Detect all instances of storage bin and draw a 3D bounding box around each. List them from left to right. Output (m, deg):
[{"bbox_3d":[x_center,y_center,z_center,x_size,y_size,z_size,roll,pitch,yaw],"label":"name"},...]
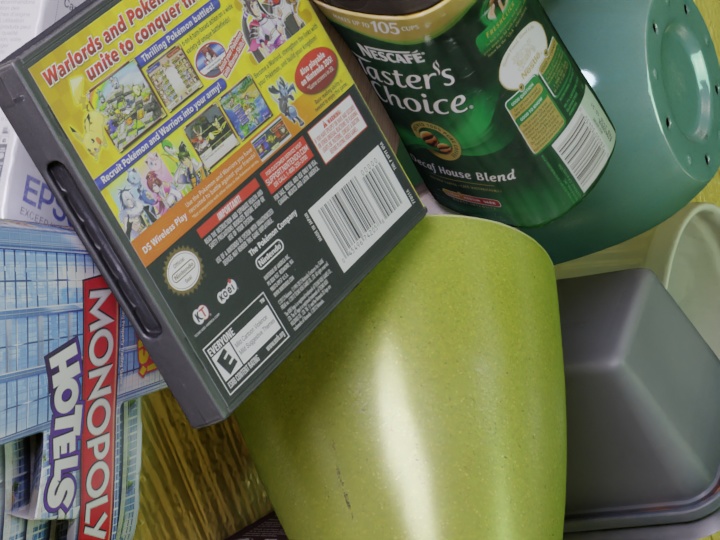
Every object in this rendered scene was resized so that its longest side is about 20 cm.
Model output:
[{"bbox_3d":[0.130,0.071,1.515,0.135,0.199,0.146,56,42,-34],"label":"storage bin"}]

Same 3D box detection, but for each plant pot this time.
[{"bbox_3d":[0.029,0.106,1.274,0.187,0.186,0.201,43,30,-54],"label":"plant pot"},{"bbox_3d":[0.132,-0.102,1.556,0.200,0.160,0.202,25,60,-55],"label":"plant pot"}]

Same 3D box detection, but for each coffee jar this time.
[{"bbox_3d":[0.046,-0.115,1.247,0.085,0.104,0.200,-53,133,-21],"label":"coffee jar"}]

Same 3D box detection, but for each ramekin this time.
[{"bbox_3d":[0.201,0.053,1.777,0.200,0.105,0.202,2,87,-62],"label":"ramekin"}]

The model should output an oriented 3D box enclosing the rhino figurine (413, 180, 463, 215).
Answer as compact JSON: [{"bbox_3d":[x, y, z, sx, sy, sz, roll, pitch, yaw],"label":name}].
[{"bbox_3d":[0.000,0.000,1.352,0.088,0.199,0.060,85,-19,-50],"label":"rhino figurine"}]

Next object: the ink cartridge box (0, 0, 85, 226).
[{"bbox_3d":[-0.118,-0.086,1.234,0.199,0.040,0.201,33,61,-58],"label":"ink cartridge box"}]

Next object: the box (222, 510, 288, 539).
[{"bbox_3d":[-0.003,0.177,1.420,0.200,0.075,0.101,-25,111,-62],"label":"box"}]

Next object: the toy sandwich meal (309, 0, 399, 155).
[{"bbox_3d":[-0.048,-0.097,1.250,0.205,0.070,0.207,12,77,-62],"label":"toy sandwich meal"}]

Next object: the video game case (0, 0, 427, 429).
[{"bbox_3d":[-0.064,-0.055,1.140,0.181,0.025,0.200,60,40,-13],"label":"video game case"}]

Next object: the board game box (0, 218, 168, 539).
[{"bbox_3d":[-0.140,0.055,1.116,0.199,0.061,0.201,-18,114,-53],"label":"board game box"}]
